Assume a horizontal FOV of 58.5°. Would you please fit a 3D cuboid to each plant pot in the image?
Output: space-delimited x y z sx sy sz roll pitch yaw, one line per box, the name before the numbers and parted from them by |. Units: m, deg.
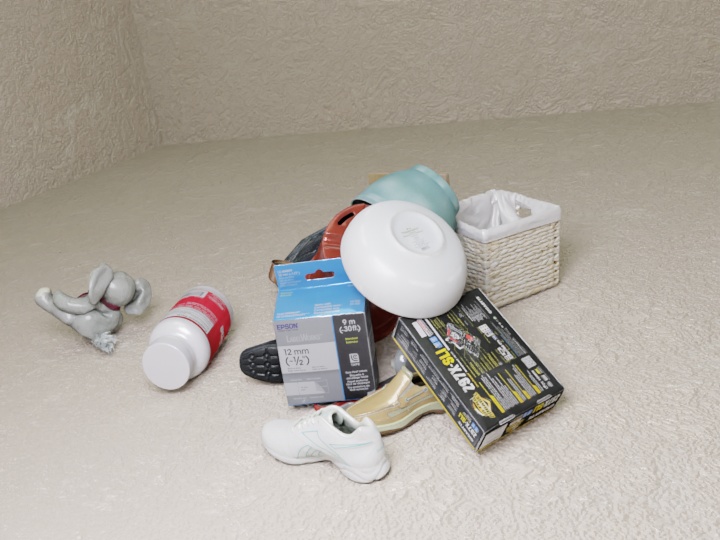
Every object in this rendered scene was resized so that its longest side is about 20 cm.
plant pot | 0.096 -0.101 1.158 0.135 0.201 0.199 -47 34 -12
plant pot | 0.000 0.000 1.080 0.195 0.206 0.196 -13 -20 -12

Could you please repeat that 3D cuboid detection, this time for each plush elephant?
plush elephant | -0.521 0.056 1.295 0.197 0.165 0.157 26 78 31

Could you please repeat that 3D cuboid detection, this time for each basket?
basket | 0.262 -0.048 1.258 0.195 0.166 0.197 -18 23 -23

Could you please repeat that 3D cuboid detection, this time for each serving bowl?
serving bowl | 0.071 -0.032 0.929 0.194 0.067 0.204 11 48 -12

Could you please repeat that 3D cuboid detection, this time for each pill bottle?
pill bottle | -0.305 0.118 1.139 0.109 0.116 0.201 -4 22 10

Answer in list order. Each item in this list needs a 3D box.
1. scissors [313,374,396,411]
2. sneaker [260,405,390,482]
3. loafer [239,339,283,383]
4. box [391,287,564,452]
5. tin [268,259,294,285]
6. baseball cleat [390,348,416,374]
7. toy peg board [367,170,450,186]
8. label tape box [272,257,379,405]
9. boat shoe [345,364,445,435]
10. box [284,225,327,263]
scissors | 0.019 0.189 0.980 0.195 0.014 0.073 -15 20 -19
sneaker | -0.051 0.214 0.854 0.195 0.083 0.070 2 25 29
loafer | -0.103 0.142 1.072 0.194 0.070 0.070 -5 13 -6
box | 0.161 0.128 0.891 0.156 0.050 0.201 -18 54 -29
tin | -0.088 0.030 1.266 0.195 0.043 0.112 21 13 4
baseball cleat | 0.145 0.121 1.013 0.197 0.072 0.105 -24 26 -34
toy peg board | 0.100 -0.104 1.418 0.194 0.205 0.098 7 33 32
label tape box | -0.054 0.091 0.956 0.139 0.206 0.066 -6 18 9
boat shoe | 0.063 0.171 0.916 0.195 0.078 0.072 -16 22 -18
box | -0.088 -0.043 1.400 0.197 0.051 0.159 -24 21 38
